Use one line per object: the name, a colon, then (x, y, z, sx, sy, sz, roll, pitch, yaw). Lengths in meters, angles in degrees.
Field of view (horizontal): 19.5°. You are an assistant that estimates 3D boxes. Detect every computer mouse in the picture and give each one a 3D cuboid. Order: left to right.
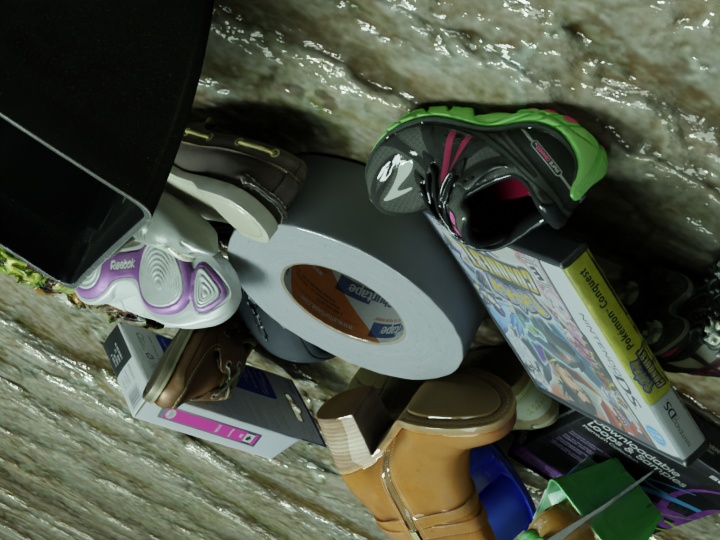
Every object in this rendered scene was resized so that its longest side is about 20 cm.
computer mouse: (-0.102, 0.020, 1.742, 0.139, 0.046, 0.200, 11, 151, 32)

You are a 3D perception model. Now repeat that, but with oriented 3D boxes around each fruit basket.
fruit basket: (0.135, 0.233, 1.654, 0.094, 0.199, 0.186, 58, 165, 20)

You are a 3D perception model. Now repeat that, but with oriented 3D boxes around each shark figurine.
shark figurine: (-0.212, -0.058, 1.537, 0.212, 0.128, 0.090, 0, 116, -6)

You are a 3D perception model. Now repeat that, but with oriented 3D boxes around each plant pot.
plant pot: (-0.209, -0.133, 1.399, 0.199, 0.178, 0.200, 33, 154, -12)

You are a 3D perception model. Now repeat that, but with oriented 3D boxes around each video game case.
video game case: (0.136, 0.036, 1.433, 0.181, 0.025, 0.200, 55, 166, -25)

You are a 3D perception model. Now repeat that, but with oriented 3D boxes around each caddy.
caddy: (0.074, 0.181, 1.803, 0.142, 0.105, 0.200, 51, 162, -11)

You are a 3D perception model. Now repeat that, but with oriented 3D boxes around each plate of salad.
plate of salad: (-0.247, 0.011, 1.847, 0.199, 0.048, 0.200, 23, 164, 7)

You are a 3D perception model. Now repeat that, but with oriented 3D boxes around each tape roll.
tape roll: (0.000, 0.000, 1.575, 0.199, 0.067, 0.201, 23, 154, 11)

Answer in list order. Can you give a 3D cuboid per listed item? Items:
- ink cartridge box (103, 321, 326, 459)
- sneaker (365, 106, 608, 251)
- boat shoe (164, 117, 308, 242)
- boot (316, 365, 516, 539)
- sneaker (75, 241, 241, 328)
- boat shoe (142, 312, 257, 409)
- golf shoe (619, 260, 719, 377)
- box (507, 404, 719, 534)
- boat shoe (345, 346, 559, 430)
ink cartridge box: (-0.125, 0.110, 1.822, 0.199, 0.037, 0.095, 19, -153, -37)
sneaker: (0.069, -0.057, 1.369, 0.199, 0.084, 0.077, -4, 140, 49)
boat shoe: (-0.110, -0.077, 1.535, 0.199, 0.060, 0.072, 23, 160, 52)
boot: (0.068, 0.162, 1.631, 0.199, 0.077, 0.156, -13, 116, 38)
sneaker: (-0.142, 0.006, 1.650, 0.099, 0.076, 0.199, 13, 179, -39)
boat shoe: (-0.126, 0.072, 1.747, 0.068, 0.072, 0.200, 35, -160, -3)
golf shoe: (0.255, 0.034, 1.389, 0.088, 0.078, 0.199, 23, 167, -29)
box: (0.220, 0.151, 1.677, 0.142, 0.036, 0.200, 32, 154, -9)
boat shoe: (0.070, 0.104, 1.699, 0.200, 0.074, 0.063, -9, 133, 42)
